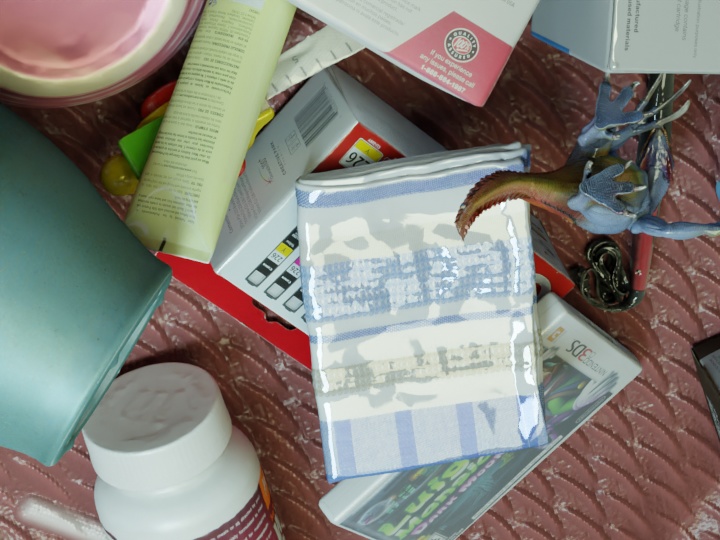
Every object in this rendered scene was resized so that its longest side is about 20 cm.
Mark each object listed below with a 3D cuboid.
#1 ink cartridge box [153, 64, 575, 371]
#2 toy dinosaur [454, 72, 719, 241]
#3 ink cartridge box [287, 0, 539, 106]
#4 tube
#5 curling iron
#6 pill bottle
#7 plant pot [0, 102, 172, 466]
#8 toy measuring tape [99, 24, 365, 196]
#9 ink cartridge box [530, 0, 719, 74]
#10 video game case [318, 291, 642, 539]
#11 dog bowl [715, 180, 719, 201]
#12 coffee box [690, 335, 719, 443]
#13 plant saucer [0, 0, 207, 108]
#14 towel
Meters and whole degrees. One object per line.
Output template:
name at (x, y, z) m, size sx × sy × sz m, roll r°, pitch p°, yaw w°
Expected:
ink cartridge box at (0.000, 0.000, 1.782) m, size 0.200 × 0.084 × 0.176 m, roll 35°, pitch 107°, yaw -31°
toy dinosaur at (0.147, -0.062, 1.722) m, size 0.199 × 0.182 × 0.106 m, roll -7°, pitch 79°, yaw -2°
ink cartridge box at (0.047, -0.219, 1.626) m, size 0.145 × 0.085 × 0.201 m, roll 28°, pitch 92°, yaw -28°
tube at (-0.082, -0.103, 1.658) m, size 0.052 × 0.058 × 0.201 m, roll 20°, pitch 80°, yaw -8°
curling iron at (0.177, -0.058, 1.829) m, size 0.049 × 0.026 × 0.201 m, roll 1°, pitch 120°, yaw -20°
pill bottle at (-0.109, 0.165, 1.838) m, size 0.109 × 0.110 × 0.201 m, roll -18°, pitch 124°, yaw -4°
plant pot at (-0.216, 0.007, 1.615) m, size 0.188 × 0.200 × 0.200 m, roll 32°, pitch 111°, yaw 0°
toy measuring tape at (-0.068, -0.098, 1.716) m, size 0.199 × 0.074 × 0.074 m, roll -30°, pitch 124°, yaw -4°
ink cartridge box at (0.219, -0.166, 1.695) m, size 0.199 × 0.145 × 0.084 m, roll 0°, pitch 102°, yaw -16°
video game case at (0.082, 0.106, 1.842) m, size 0.200 × 0.023 × 0.182 m, roll -42°, pitch 156°, yaw 7°
dog bowl at (0.285, -0.057, 1.786) m, size 0.111 × 0.050 × 0.200 m, roll -5°, pitch 155°, yaw 0°
coffee box at (0.337, 0.074, 1.923) m, size 0.199 × 0.080 × 0.115 m, roll -23°, pitch 124°, yaw -1°
plant saucer at (-0.175, -0.178, 1.644) m, size 0.200 × 0.051 × 0.201 m, roll -7°, pitch 122°, yaw -12°
towel at (0.039, 0.026, 1.716) m, size 0.146 × 0.024 × 0.201 m, roll -8°, pitch 109°, yaw -9°
